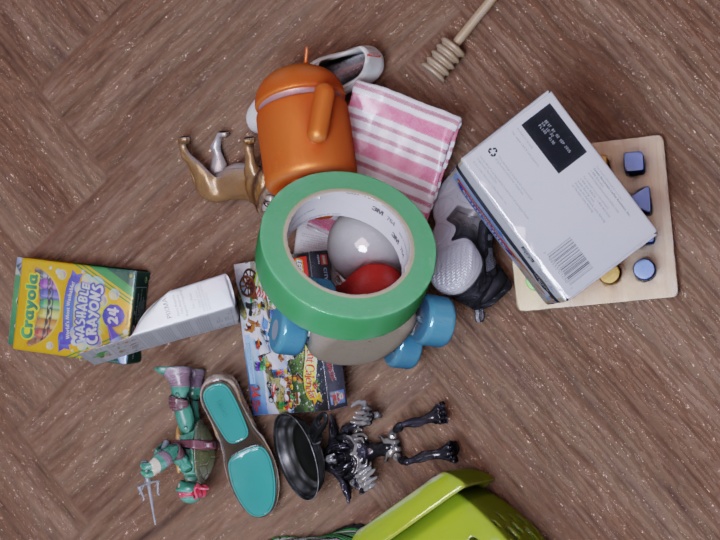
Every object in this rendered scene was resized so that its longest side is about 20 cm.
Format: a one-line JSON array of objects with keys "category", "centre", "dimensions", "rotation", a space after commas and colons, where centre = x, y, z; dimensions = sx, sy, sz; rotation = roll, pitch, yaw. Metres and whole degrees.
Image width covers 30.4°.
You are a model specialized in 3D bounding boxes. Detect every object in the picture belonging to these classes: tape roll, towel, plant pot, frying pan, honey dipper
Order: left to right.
[{"category": "frying pan", "centre": [-0.071, 0.205, 1.654], "dimensions": [0.115, 0.031, 0.190], "rotation": [50, 143, 37]}, {"category": "tape roll", "centre": [-0.016, -0.019, 1.481], "dimensions": [0.200, 0.048, 0.201], "rotation": [6, 54, -9]}, {"category": "towel", "centre": [0.028, -0.121, 1.647], "dimensions": [0.146, 0.030, 0.201], "rotation": [21, 98, 12]}, {"category": "plant pot", "centre": [0.112, 0.350, 1.598], "dimensions": [0.199, 0.200, 0.182], "rotation": [-37, 74, 11]}, {"category": "honey dipper", "centre": [0.152, -0.328, 1.676], "dimensions": [0.038, 0.038, 0.200], "rotation": [39, 95, 11]}]

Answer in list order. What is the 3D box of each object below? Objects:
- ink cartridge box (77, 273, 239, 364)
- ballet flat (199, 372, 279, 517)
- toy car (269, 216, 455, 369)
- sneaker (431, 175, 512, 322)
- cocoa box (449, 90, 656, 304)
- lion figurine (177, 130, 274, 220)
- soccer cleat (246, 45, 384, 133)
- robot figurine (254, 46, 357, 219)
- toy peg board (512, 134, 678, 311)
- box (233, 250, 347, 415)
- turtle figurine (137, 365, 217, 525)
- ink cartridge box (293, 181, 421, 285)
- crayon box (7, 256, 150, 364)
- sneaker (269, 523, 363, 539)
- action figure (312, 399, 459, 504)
[{"category": "ink cartridge box", "centre": [-0.254, 0.064, 1.675], "dimensions": [0.199, 0.163, 0.057], "rotation": [-12, 82, -5]}, {"category": "ballet flat", "centre": [-0.152, 0.220, 1.718], "dimensions": [0.068, 0.067, 0.201], "rotation": [-16, 103, 1]}, {"category": "toy car", "centre": [0.000, 0.000, 1.593], "dimensions": [0.184, 0.177, 0.201], "rotation": [9, 66, -20]}, {"category": "sneaker", "centre": [0.142, -0.033, 1.655], "dimensions": [0.075, 0.114, 0.201], "rotation": [-8, 52, 29]}, {"category": "cocoa box", "centre": [0.214, -0.078, 1.508], "dimensions": [0.133, 0.131, 0.200], "rotation": [-37, 89, -4]}, {"category": "lion figurine", "centre": [-0.159, -0.117, 1.726], "dimensions": [0.200, 0.072, 0.123], "rotation": [9, 111, 42]}, {"category": "soccer cleat", "centre": [-0.064, -0.235, 1.698], "dimensions": [0.199, 0.085, 0.069], "rotation": [-23, 84, 12]}, {"category": "robot figurine", "centre": [-0.066, -0.164, 1.603], "dimensions": [0.116, 0.144, 0.201], "rotation": [-13, 75, 14]}, {"category": "toy peg board", "centre": [0.276, -0.057, 1.609], "dimensions": [0.198, 0.098, 0.201], "rotation": [-6, 88, 14]}, {"category": "box", "centre": [-0.091, 0.081, 1.696], "dimensions": [0.136, 0.038, 0.201], "rotation": [-9, 88, 40]}, {"category": "turtle figurine", "centre": [-0.234, 0.226, 1.713], "dimensions": [0.100, 0.150, 0.201], "rotation": [2, 81, -7]}, {"category": "ink cartridge box", "centre": [-0.005, -0.025, 1.710], "dimensions": [0.160, 0.050, 0.201], "rotation": [11, 104, 13]}, {"category": "crayon box", "centre": [-0.392, 0.052, 1.791], "dimensions": [0.199, 0.052, 0.126], "rotation": [6, 91, 14]}, {"category": "sneaker", "centre": [-0.075, 0.374, 1.694], "dimensions": [0.199, 0.085, 0.078], "rotation": [-21, 85, 13]}, {"category": "action figure", "centre": [0.017, 0.221, 1.666], "dimensions": [0.199, 0.102, 0.119], "rotation": [-16, 71, 13]}]
